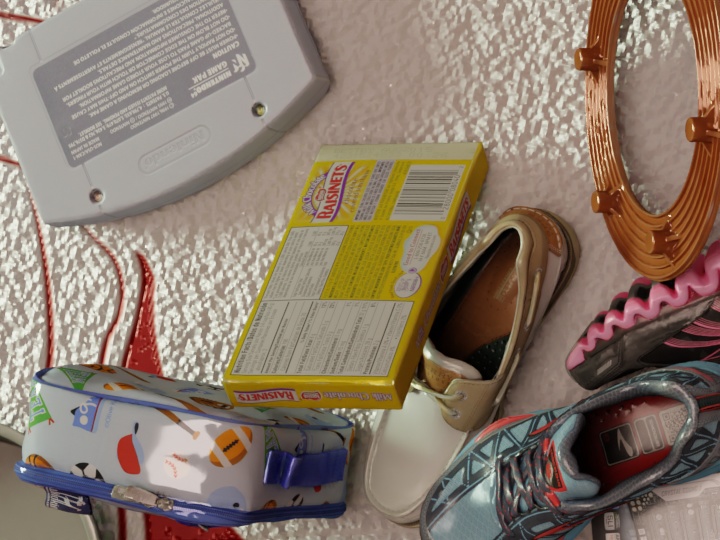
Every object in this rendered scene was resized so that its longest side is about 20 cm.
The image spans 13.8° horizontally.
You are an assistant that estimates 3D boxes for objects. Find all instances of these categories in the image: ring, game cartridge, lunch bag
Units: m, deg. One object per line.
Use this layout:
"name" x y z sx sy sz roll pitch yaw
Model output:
"ring" 0.152 -0.095 1.594 0.019 0.200 0.202 -1 87 -16
"game cartridge" -0.120 -0.111 1.775 0.199 0.041 0.134 -26 75 19
"lunch bag" -0.093 0.103 1.667 0.159 0.200 0.076 12 93 21

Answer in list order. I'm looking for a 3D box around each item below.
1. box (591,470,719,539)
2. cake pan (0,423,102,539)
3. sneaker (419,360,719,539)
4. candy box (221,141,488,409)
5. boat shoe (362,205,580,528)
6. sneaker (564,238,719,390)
"box" 0.210 0.184 1.623 0.157 0.050 0.201 -5 85 23
"cake pan" -0.237 0.189 1.810 0.199 0.037 0.202 -1 88 22
"sneaker" 0.109 0.100 1.590 0.199 0.095 0.080 -29 76 19
"candy box" 0.000 0.000 1.656 0.102 0.201 0.027 -2 132 23
"boat shoe" 0.052 0.053 1.682 0.074 0.068 0.201 28 98 21
"sneaker" 0.207 0.030 1.626 0.199 0.079 0.096 -28 98 23
